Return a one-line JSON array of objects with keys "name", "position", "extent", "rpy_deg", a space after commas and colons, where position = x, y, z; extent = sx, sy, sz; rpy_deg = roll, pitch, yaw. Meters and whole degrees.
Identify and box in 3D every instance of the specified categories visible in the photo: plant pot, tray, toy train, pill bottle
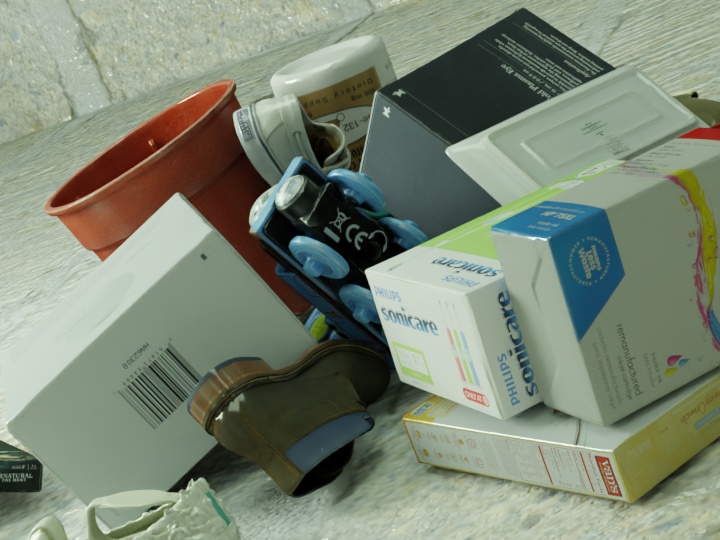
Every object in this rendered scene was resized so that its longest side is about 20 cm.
[{"name": "plant pot", "position": [-0.140, -0.031, 1.422], "extent": [0.200, 0.196, 0.201], "rpy_deg": [-31, 16, 10]}, {"name": "tray", "position": [0.168, -0.097, 1.178], "extent": [0.199, 0.022, 0.107], "rpy_deg": [-26, 57, -31]}, {"name": "toy train", "position": [0.000, 0.000, 1.179], "extent": [0.114, 0.200, 0.087], "rpy_deg": [-2, 54, 55]}, {"name": "pill bottle", "position": [0.001, -0.108, 1.517], "extent": [0.113, 0.201, 0.114], "rpy_deg": [-20, 15, 6]}]

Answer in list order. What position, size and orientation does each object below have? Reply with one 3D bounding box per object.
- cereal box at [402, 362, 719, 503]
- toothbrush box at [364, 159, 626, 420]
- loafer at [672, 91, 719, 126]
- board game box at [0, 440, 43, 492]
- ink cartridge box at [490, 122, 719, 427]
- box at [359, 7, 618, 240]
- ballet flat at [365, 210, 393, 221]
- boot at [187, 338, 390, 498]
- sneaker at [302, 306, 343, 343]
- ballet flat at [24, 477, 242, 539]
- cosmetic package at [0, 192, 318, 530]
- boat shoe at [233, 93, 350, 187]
[{"name": "cereal box", "position": [0.139, 0.080, 0.989], "extent": [0.143, 0.040, 0.199], "rpy_deg": [-30, 17, -31]}, {"name": "toothbrush box", "position": [0.126, 0.005, 1.025], "extent": [0.199, 0.087, 0.145], "rpy_deg": [-23, 15, -21]}, {"name": "loafer", "position": [0.272, -0.120, 1.436], "extent": [0.067, 0.077, 0.200], "rpy_deg": [-27, 26, -22]}, {"name": "board game box", "position": [-0.350, 0.153, 1.315], "extent": [0.134, 0.028, 0.200], "rpy_deg": [3, 0, -27]}, {"name": "ink cartridge box", "position": [0.186, -0.008, 0.932], "extent": [0.199, 0.117, 0.067], "rpy_deg": [-25, 16, -21]}, {"name": "box", "position": [0.132, -0.084, 1.247], "extent": [0.200, 0.105, 0.182], "rpy_deg": [39, 50, 25]}, {"name": "ballet flat", "position": [-0.014, -0.034, 1.381], "extent": [0.199, 0.069, 0.071], "rpy_deg": [-21, -35, -50]}, {"name": "boot", "position": [-0.024, 0.106, 1.112], "extent": [0.199, 0.097, 0.075], "rpy_deg": [-7, -46, -52]}, {"name": "sneaker", "position": [0.002, 0.032, 1.321], "extent": [0.083, 0.071, 0.200], "rpy_deg": [-34, 8, 33]}, {"name": "ballet flat", "position": [-0.172, 0.180, 1.038], "extent": [0.199, 0.072, 0.072], "rpy_deg": [-20, 15, 12]}, {"name": "cosmetic package", "position": [-0.157, 0.062, 1.212], "extent": [0.199, 0.123, 0.200], "rpy_deg": [-43, 18, -3]}, {"name": "boat shoe", "position": [-0.041, -0.095, 1.388], "extent": [0.069, 0.071, 0.200], "rpy_deg": [-22, -29, 10]}]
